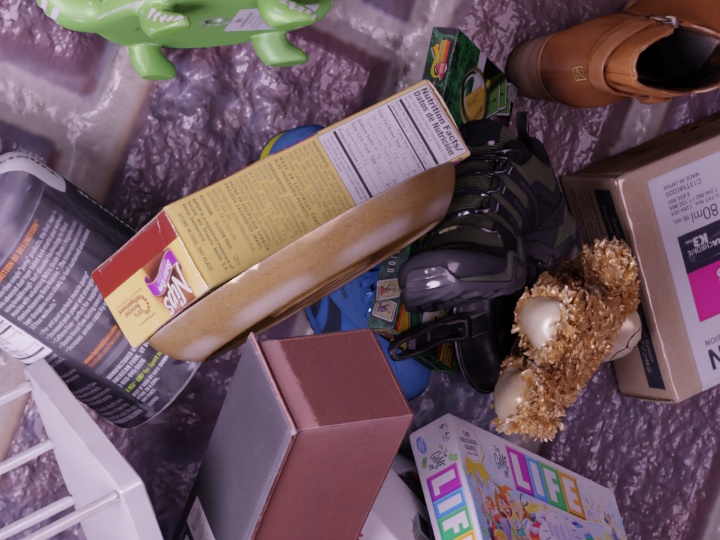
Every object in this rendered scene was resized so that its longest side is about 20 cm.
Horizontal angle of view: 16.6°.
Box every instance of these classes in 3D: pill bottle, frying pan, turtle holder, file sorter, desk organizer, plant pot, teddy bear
[{"bbox_3d":[-0.188,0.000,1.468,0.200,0.106,0.106,37,78,-23],"label":"pill bottle"},{"bbox_3d":[0.075,0.017,1.587,0.190,0.031,0.115,25,70,-63],"label":"frying pan"},{"bbox_3d":[-0.109,-0.192,1.493,0.185,0.141,0.132,-9,81,14],"label":"turtle holder"},{"bbox_3d":[-0.182,0.186,1.427,0.124,0.139,0.200,-27,129,-16],"label":"file sorter"},{"bbox_3d":[-0.042,0.124,1.416,0.077,0.072,0.200,-6,140,-27],"label":"desk organizer"},{"bbox_3d":[-0.027,0.001,1.392,0.200,0.200,0.028,-29,87,-22],"label":"plant pot"},{"bbox_3d":[0.135,0.044,1.558,0.067,0.200,0.145,20,91,12],"label":"teddy bear"}]

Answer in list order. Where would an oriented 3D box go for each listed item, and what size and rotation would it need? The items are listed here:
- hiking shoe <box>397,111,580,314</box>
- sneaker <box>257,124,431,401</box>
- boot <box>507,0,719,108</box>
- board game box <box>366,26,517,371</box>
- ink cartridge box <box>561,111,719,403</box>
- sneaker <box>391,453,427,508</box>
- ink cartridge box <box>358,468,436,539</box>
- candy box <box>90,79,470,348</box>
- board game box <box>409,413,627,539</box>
[{"bbox_3d":[0.067,-0.037,1.506,0.200,0.076,0.101,-32,107,-63],"label":"hiking shoe"},{"bbox_3d":[0.000,0.000,1.578,0.066,0.078,0.200,-32,108,-23],"label":"sneaker"},{"bbox_3d":[0.212,-0.153,1.625,0.199,0.155,0.077,-11,98,-26],"label":"boot"},{"bbox_3d":[0.054,-0.044,1.584,0.105,0.023,0.201,32,67,-57],"label":"board game box"},{"bbox_3d":[0.255,-0.021,1.702,0.200,0.075,0.165,-23,102,-24],"label":"ink cartridge box"},{"bbox_3d":[0.051,0.205,1.620,0.082,0.077,0.200,-39,109,-12],"label":"sneaker"},{"bbox_3d":[0.005,0.228,1.559,0.147,0.083,0.200,-36,111,16],"label":"ink cartridge box"},{"bbox_3d":[-0.046,-0.034,1.429,0.200,0.117,0.057,-27,85,-33],"label":"candy box"},{"bbox_3d":[0.115,0.182,1.589,0.200,0.034,0.135,27,40,-48],"label":"board game box"}]
